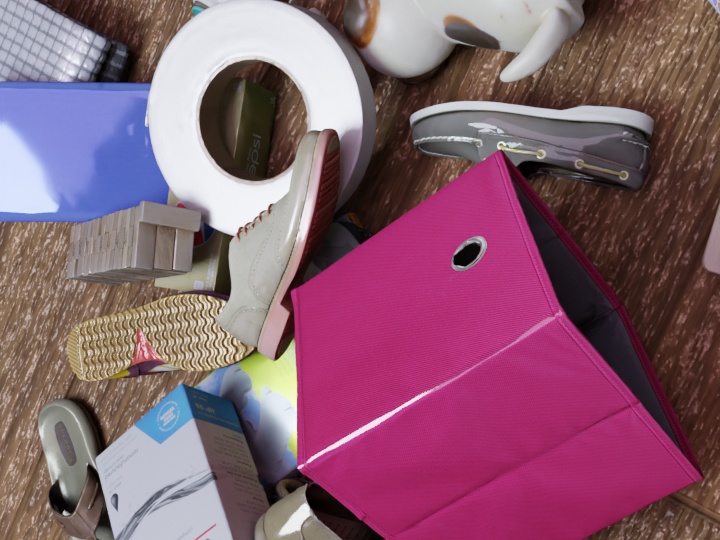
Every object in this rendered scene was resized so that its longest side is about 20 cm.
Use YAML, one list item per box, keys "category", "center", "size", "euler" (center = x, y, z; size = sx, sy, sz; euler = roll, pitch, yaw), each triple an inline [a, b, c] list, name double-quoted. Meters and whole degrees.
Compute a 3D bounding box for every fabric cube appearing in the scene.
- category: "fabric cube"
  center: [0.086, 0.075, 0.733]
  size: [0.199, 0.200, 0.197]
  euler: [-33, 33, 18]

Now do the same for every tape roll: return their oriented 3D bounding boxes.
- category: "tape roll"
  center: [-0.086, -0.127, 0.865]
  size: [0.202, 0.037, 0.204]
  euler: [4, 101, 20]

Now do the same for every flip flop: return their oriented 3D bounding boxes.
- category: "flip flop"
  center: [-0.272, 0.218, 0.991]
  size: [0.081, 0.058, 0.201]
  euler: [-30, 75, 18]

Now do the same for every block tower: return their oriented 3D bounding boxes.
- category: "block tower"
  center: [-0.213, -0.020, 0.930]
  size: [0.200, 0.054, 0.058]
  euler: [-10, 75, 56]

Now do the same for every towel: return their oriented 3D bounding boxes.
- category: "towel"
  center: [-0.346, -0.196, 1.045]
  size: [0.200, 0.086, 0.166]
  euler: [30, 99, 21]

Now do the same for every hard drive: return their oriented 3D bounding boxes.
- category: "hard drive"
  center: [-0.264, -0.112, 0.973]
  size: [0.199, 0.025, 0.133]
  euler: [0, 99, -2]

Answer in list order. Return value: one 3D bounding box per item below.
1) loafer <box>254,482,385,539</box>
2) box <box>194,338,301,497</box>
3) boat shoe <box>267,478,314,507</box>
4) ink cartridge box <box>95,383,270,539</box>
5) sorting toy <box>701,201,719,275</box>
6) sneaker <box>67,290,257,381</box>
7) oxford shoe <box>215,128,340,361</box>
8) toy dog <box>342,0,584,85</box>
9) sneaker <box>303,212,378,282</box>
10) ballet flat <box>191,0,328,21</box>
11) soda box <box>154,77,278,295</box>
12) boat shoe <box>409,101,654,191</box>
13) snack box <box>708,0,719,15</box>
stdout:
- category: "loafer"
  center: [0.018, 0.217, 0.803]
  size: [0.068, 0.199, 0.076]
  euler: [-58, 27, 35]
- category: "box"
  center: [-0.106, 0.148, 0.931]
  size: [0.200, 0.048, 0.122]
  euler: [-40, 71, 15]
- category: "boat shoe"
  center: [-0.051, 0.208, 0.882]
  size: [0.200, 0.072, 0.066]
  euler: [-29, 97, 13]
- category: "ink cartridge box"
  center: [-0.138, 0.209, 0.840]
  size: [0.116, 0.067, 0.200]
  euler: [-41, 49, 15]
- category: "sorting toy"
  center: [0.374, -0.066, 0.727]
  size: [0.198, 0.070, 0.201]
  euler: [18, 94, 24]
- category: "sneaker"
  center: [-0.167, 0.057, 0.940]
  size: [0.199, 0.090, 0.075]
  euler: [-7, 91, 23]
- category: "oxford shoe"
  center: [-0.069, -0.025, 0.818]
  size: [0.074, 0.071, 0.201]
  euler: [22, 109, 10]
- category: "toy dog"
  center: [0.086, -0.222, 0.836]
  size: [0.199, 0.139, 0.195]
  euler: [-13, 73, 35]
- category: "sneaker"
  center: [0.000, 0.000, 0.884]
  size: [0.200, 0.074, 0.080]
  euler: [32, 93, 23]
- category: "ballet flat"
  center: [-0.070, -0.223, 0.941]
  size: [0.200, 0.069, 0.070]
  euler: [34, 99, 23]
- category: "soda box"
  center: [-0.133, -0.077, 0.952]
  size: [0.067, 0.064, 0.201]
  euler: [8, 90, 24]
- category: "boat shoe"
  center: [0.133, -0.100, 0.833]
  size: [0.201, 0.072, 0.061]
  euler: [5, 83, 20]
- category: "snack box"
  center: [0.354, -0.195, 0.679]
  size: [0.199, 0.068, 0.169]
  euler: [-15, 51, -2]
